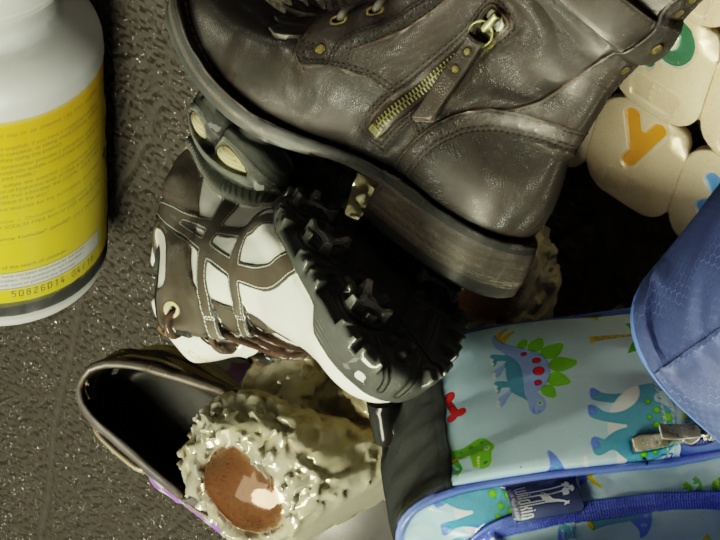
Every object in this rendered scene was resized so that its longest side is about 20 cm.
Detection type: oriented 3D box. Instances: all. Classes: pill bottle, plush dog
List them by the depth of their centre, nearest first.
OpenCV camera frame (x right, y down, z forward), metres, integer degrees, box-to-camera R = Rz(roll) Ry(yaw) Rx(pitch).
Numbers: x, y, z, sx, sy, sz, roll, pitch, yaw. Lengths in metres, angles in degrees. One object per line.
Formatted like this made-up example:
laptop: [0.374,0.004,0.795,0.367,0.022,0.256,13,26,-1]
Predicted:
plush dog: [0.000,0.000,0.937,0.200,0.160,0.172,-46,68,25]
pill bottle: [-0.178,-0.078,1.049,0.112,0.112,0.200,31,138,25]

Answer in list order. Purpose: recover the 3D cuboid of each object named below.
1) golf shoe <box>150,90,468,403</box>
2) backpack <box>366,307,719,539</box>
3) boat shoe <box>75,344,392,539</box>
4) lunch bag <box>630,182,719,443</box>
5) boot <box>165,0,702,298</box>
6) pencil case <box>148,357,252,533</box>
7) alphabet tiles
golf shoe: [-0.026,0.010,0.816,0.095,0.078,0.200,-59,30,15]
backpack: [0.117,0.109,0.812,0.147,0.200,0.183,-101,-2,-46]
boat shoe: [-0.050,0.092,0.995,0.200,0.073,0.075,21,96,28]
lunch bag: [0.207,0.021,0.700,0.200,0.136,0.132,42,141,-1]
boot: [0.036,-0.106,0.787,0.200,0.069,0.174,38,111,24]
pencil case: [-0.013,0.115,1.064,0.200,0.084,0.086,30,166,28]
alphabet tiles: [0.120,-0.097,0.803,0.200,0.015,0.196,34,140,22]
